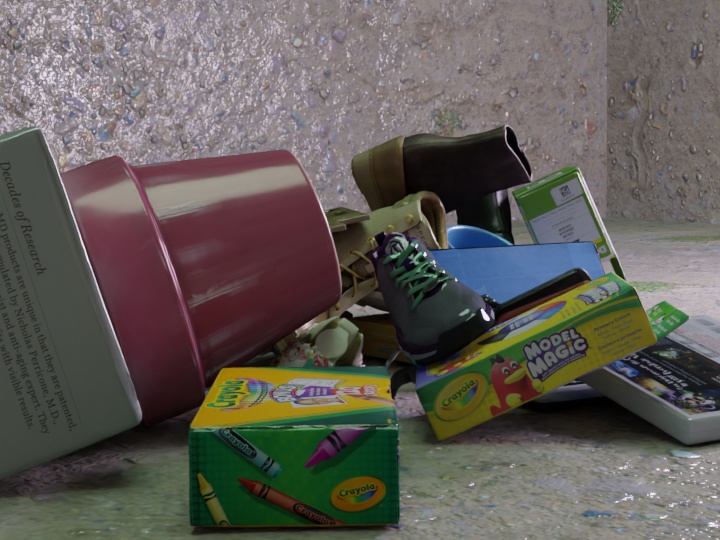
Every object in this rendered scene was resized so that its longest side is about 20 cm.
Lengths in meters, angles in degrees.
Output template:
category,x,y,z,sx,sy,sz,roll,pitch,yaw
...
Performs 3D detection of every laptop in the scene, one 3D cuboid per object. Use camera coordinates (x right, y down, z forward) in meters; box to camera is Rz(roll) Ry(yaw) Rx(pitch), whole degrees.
category,x,y,z,sx,sy,sz,roll,pitch,yaw
laptop,0.182,0.042,1.136,0.185,0.118,0.200,-4,6,-24

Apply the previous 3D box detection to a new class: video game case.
category,x,y,z,sx,sy,sz,roll,pitch,yaw
video game case,0.264,0.080,1.021,0.180,0.024,0.200,-4,18,-25

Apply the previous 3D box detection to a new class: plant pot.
category,x,y,z,sx,sy,sz,roll,pitch,yaw
plant pot,-0.118,-0.004,1.000,0.177,0.203,0.200,-19,10,-14

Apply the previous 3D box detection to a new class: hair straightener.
category,x,y,z,sx,sy,sz,roll,pitch,yaw
hair straightener,0.102,0.053,1.069,0.198,0.041,0.077,-29,17,9

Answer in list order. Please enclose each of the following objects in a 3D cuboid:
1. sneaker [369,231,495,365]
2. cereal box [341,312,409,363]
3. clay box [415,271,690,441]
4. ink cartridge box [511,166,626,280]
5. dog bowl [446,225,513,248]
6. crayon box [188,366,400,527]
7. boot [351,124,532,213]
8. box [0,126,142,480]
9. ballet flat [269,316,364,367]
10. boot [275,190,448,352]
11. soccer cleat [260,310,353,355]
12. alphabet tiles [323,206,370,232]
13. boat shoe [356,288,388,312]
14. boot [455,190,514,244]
category,x,y,z,sx,sy,sz,roll,pitch,yaw
sneaker,0.043,0.016,1.028,0.074,0.088,0.200,-32,10,-7
cereal box,0.097,0.063,1.331,0.198,0.040,0.143,-6,7,-43
clay box,0.138,0.055,0.967,0.198,0.048,0.115,-27,4,5
ink cartridge box,0.239,-0.007,1.416,0.075,0.202,0.148,-23,2,7
dog bowl,0.137,0.019,1.278,0.110,0.050,0.200,1,29,-34
crayon box,-0.038,0.104,0.809,0.117,0.059,0.200,-1,5,-1
boot,0.095,-0.074,1.320,0.164,0.073,0.200,-8,-28,17
box,-0.245,0.018,0.876,0.129,0.203,0.199,-20,10,-13
ballet flat,-0.026,0.073,1.060,0.075,0.064,0.200,35,12,0
boot,0.000,0.000,1.212,0.154,0.073,0.200,-20,19,24
soccer cleat,-0.072,0.053,1.339,0.070,0.087,0.200,37,3,32
alphabet tiles,-0.097,-0.035,1.224,0.197,0.006,0.166,-13,10,-15
boat shoe,0.008,0.005,1.357,0.071,0.060,0.200,24,-4,-15
boot,0.130,-0.032,1.485,0.072,0.153,0.200,0,-21,-10
